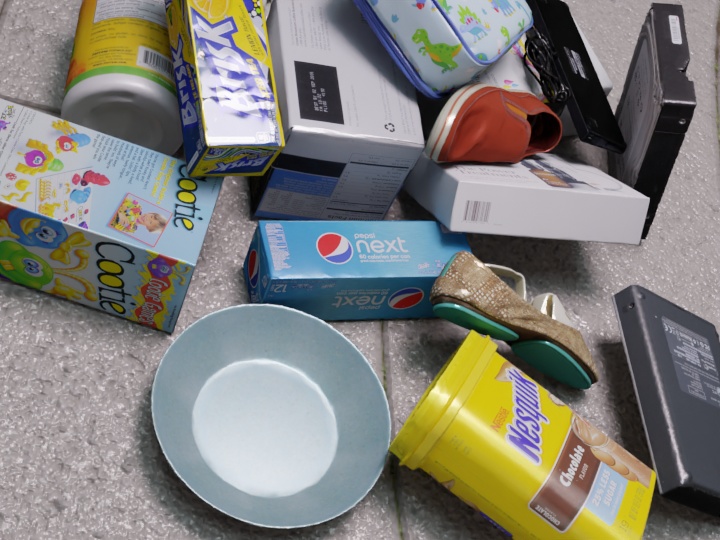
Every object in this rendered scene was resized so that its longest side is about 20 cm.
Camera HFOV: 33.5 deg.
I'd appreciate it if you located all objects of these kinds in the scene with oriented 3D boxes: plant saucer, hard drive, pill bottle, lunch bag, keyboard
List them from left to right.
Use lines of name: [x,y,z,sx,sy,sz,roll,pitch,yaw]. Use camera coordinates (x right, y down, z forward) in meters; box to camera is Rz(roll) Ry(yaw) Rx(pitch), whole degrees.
pill bottle: [-0.209,-0.205,1.107,0.110,0.111,0.202,10,53,-14]
plant saucer: [-0.074,0.121,0.975,0.199,0.039,0.203,11,54,-15]
lunch bag: [0.075,-0.258,1.119,0.161,0.082,0.200,54,34,-7]
keyboard: [0.201,-0.204,1.219,0.104,0.040,0.202,16,48,-42]
hard drive: [0.288,-0.146,1.202,0.037,0.201,0.141,4,54,1]
hard drive: [0.301,0.123,1.091,0.139,0.033,0.202,24,46,-36]

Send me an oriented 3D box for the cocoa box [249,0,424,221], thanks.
cocoa box: [-0.033,-0.159,1.129,0.132,0.132,0.202,6,54,-19]

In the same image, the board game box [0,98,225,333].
board game box: [-0.228,-0.044,0.990,0.198,0.103,0.106,19,50,-8]

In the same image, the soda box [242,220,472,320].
soda box: [0.000,0.000,1.070,0.198,0.068,0.065,0,54,-21]

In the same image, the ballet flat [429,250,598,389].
ballet flat: [0.147,0.041,1.061,0.199,0.070,0.066,31,67,-33]

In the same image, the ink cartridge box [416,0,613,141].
ink cartridge box: [0.145,-0.216,1.271,0.198,0.083,0.147,-10,60,-26]

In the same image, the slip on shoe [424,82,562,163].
slip on shoe: [0.126,-0.131,1.106,0.061,0.075,0.199,34,26,26]

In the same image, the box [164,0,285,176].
box: [-0.117,-0.181,0.994,0.069,0.064,0.202,-3,72,-24]

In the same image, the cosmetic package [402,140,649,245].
cosmetic package: [0.151,-0.076,1.146,0.198,0.052,0.151,3,17,-21]

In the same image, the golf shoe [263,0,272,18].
golf shoe: [-0.116,-0.241,1.082,0.073,0.091,0.202,16,58,-68]

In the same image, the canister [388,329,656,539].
canister: [0.137,0.156,0.986,0.199,0.087,0.149,37,28,4]
